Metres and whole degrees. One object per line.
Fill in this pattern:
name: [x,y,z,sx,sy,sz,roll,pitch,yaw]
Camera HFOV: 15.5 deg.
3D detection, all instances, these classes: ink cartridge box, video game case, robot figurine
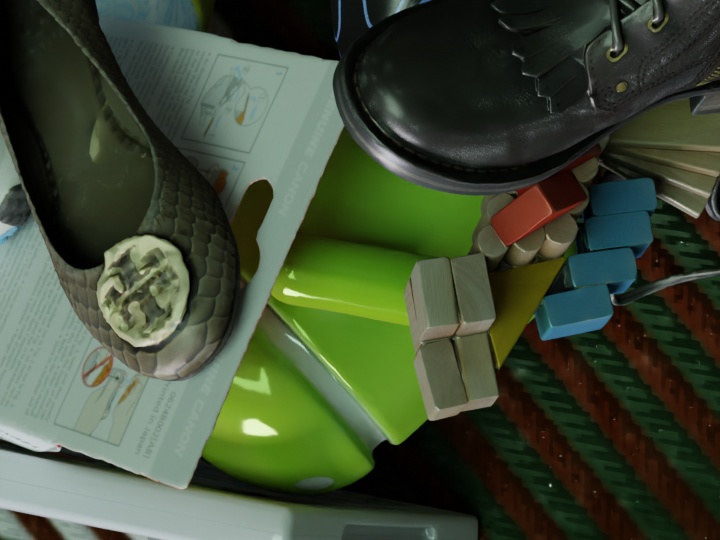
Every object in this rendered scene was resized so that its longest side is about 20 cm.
ink cartridge box: [-0.083,-0.008,0.963,0.200,0.047,0.160,14,77,45]
video game case: [-0.077,0.088,1.053,0.200,0.182,0.024,8,88,25]
robot figurine: [0.000,0.000,0.992,0.200,0.175,0.116,-43,88,-5]

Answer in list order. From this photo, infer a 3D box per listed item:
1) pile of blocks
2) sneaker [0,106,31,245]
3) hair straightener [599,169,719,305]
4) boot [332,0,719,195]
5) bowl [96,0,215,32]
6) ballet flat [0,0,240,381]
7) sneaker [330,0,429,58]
pile of blocks: [0.081,-0.037,0.885,0.082,0.062,0.200,26,78,2]
sneaker: [-0.200,-0.074,0.986,0.200,0.087,0.075,35,97,29]
hair straightener: [0.141,-0.069,0.962,0.077,0.041,0.200,29,112,16]
boot: [0.099,-0.105,0.779,0.069,0.200,0.174,63,152,18]
bowl: [-0.132,-0.173,1.024,0.200,0.200,0.108,15,69,23]
ballet flat: [-0.098,-0.048,0.912,0.067,0.046,0.200,-35,59,17]
sneaker: [0.001,-0.164,0.942,0.070,0.078,0.200,-13,69,53]
